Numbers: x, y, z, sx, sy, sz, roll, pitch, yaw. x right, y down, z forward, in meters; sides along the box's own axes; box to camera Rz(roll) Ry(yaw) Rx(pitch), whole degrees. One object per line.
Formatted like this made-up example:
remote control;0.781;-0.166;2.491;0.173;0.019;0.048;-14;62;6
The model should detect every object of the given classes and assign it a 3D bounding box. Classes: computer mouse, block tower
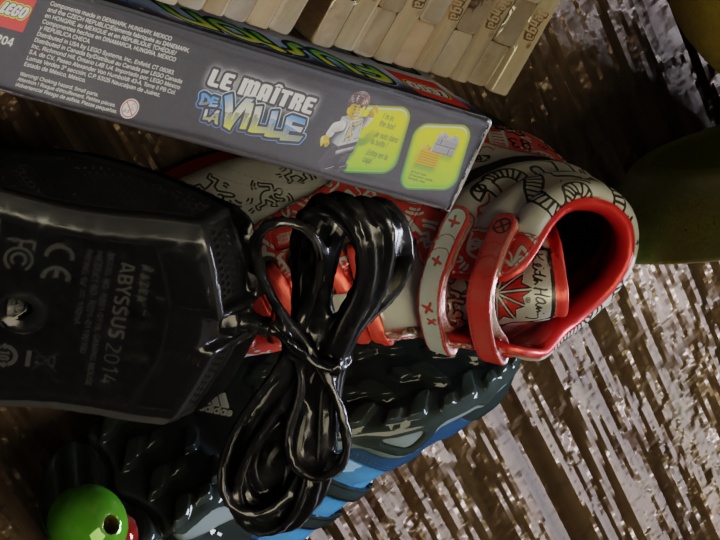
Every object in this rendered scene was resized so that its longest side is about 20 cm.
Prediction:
computer mouse;-0.092;0.008;0.891;0.199;0.053;0.139;12;122;-11
block tower;-0.018;-0.107;0.855;0.199;0.058;0.054;12;115;-48

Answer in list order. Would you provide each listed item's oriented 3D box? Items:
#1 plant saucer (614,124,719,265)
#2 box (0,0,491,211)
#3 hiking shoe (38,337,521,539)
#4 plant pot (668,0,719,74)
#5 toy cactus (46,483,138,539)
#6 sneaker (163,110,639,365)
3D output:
plant saucer;0.181;-0.042;1.013;0.199;0.200;0.031;-17;100;-27
box;-0.065;-0.075;0.852;0.199;0.110;0.035;14;108;-40
hiking shoe;-0.031;0.067;1.005;0.199;0.075;0.087;-23;149;-21
plant pot;0.180;-0.138;0.963;0.199;0.201;0.142;-13;149;-30
toy cactus;-0.142;0.142;0.927;0.200;0.102;0.165;-38;119;10
sneaker;0.000;-0.001;0.943;0.200;0.108;0.068;-17;119;-28
